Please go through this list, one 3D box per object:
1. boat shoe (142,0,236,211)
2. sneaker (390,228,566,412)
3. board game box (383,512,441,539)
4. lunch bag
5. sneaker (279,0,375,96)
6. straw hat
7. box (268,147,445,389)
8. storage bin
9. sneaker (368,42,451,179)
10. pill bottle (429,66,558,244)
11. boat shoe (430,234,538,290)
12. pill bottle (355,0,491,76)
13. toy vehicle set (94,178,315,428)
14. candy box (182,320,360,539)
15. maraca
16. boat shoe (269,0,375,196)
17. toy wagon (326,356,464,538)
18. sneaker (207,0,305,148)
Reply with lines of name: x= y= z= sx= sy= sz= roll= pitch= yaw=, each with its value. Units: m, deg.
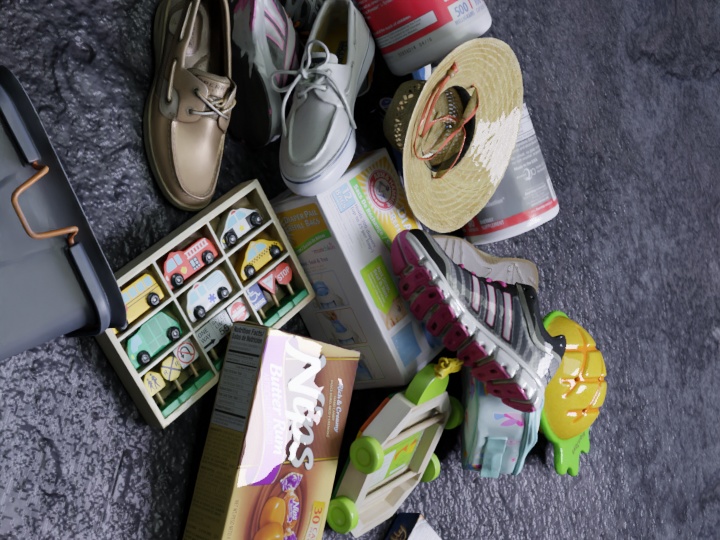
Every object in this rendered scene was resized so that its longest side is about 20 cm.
boat shoe: x=-0.146 y=-0.155 z=0.872 sx=0.071 sy=0.064 sz=0.203 roll=2 pitch=82 yaw=-43
sneaker: x=0.112 y=0.031 z=0.904 sx=0.087 sy=0.074 sz=0.200 roll=-41 pitch=86 yaw=-24
board game box: x=0.040 y=0.363 z=0.975 sx=0.136 sy=0.034 sz=0.201 roll=53 pitch=50 yaw=-23
lunch bag: x=0.143 y=0.122 z=1.019 sx=0.201 sy=0.076 sz=0.162 roll=84 pitch=7 yaw=-63
sneaker: x=-0.052 y=-0.260 z=0.990 sx=0.077 sy=0.078 sz=0.201 roll=-35 pitch=112 yaw=-15
straw hat: x=0.070 y=-0.142 z=0.955 sx=0.200 sy=0.085 sz=0.203 roll=-32 pitch=134 yaw=-41
box: x=0.000 y=0.000 z=0.959 sx=0.112 sy=0.101 sz=0.201 roll=-38 pitch=109 yaw=-40
storage bin: x=-0.271 y=-0.019 z=0.686 sx=0.134 sy=0.145 sz=0.202 roll=-31 pitch=104 yaw=-32
sneaker: x=0.045 y=-0.160 z=1.043 sx=0.089 sy=0.078 sz=0.202 roll=-14 pitch=84 yaw=-61
pill bottle: x=0.141 y=-0.142 z=1.116 sx=0.113 sy=0.113 sz=0.202 roll=-28 pitch=101 yaw=-43
boat shoe: x=0.112 y=0.002 z=1.108 sx=0.199 sy=0.063 sz=0.074 roll=6 pitch=90 yaw=-37
pill bottle: x=0.036 y=-0.299 z=0.942 sx=0.112 sy=0.112 sz=0.201 roll=-41 pitch=109 yaw=-41
toy vehicle set: x=-0.136 y=0.025 z=0.860 sx=0.200 sy=0.026 sz=0.125 roll=-42 pitch=113 yaw=-36
candy box: x=-0.075 y=0.155 z=0.863 sx=0.116 sy=0.056 sz=0.202 roll=20 pitch=80 yaw=-43
maraca: x=0.237 y=0.144 z=1.162 sx=0.137 sy=0.106 sz=0.202 roll=-42 pitch=122 yaw=-45
boat shoe: x=-0.036 y=-0.169 z=0.887 sx=0.086 sy=0.074 sz=0.204 roll=60 pitch=41 yaw=-52
toy wagon: x=0.040 y=0.159 z=0.931 sx=0.155 sy=0.039 sz=0.202 roll=-15 pitch=132 yaw=-53
sneaker: x=-0.094 y=-0.222 z=0.939 sx=0.086 sy=0.080 sz=0.202 roll=-20 pitch=109 yaw=-50
